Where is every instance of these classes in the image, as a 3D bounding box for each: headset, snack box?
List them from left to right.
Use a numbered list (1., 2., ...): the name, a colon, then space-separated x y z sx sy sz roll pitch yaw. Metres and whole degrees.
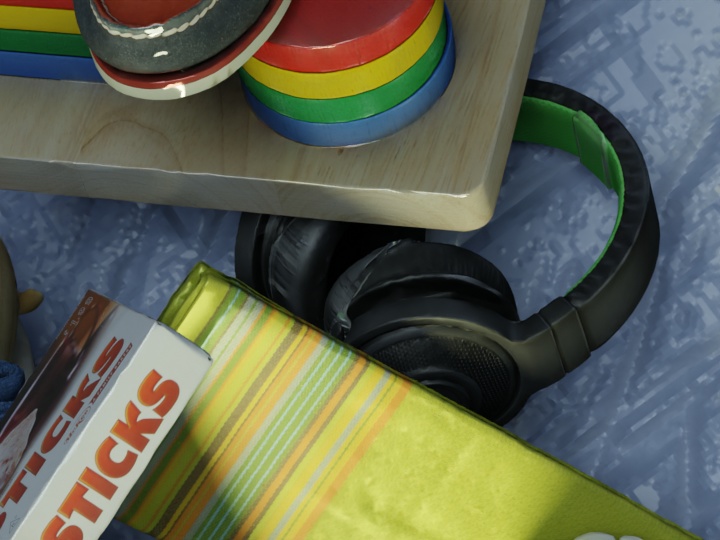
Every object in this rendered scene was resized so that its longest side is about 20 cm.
1. snack box: -0.113 0.097 0.694 0.024 0.072 0.200 36 83 -22
2. headset: 0.000 0.000 0.801 0.200 0.094 0.124 -34 47 -10

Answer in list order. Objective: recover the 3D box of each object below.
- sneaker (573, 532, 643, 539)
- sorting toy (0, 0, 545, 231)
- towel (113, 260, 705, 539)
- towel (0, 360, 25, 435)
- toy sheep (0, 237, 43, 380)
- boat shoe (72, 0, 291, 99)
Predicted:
1. sneaker: 0.085 0.184 0.747 0.078 0.090 0.201 -19 96 9
2. sorting toy: -0.038 -0.121 0.823 0.198 0.070 0.201 6 55 14
3. towel: 0.012 0.076 0.773 0.200 0.018 0.086 29 109 -20
4. towel: -0.163 0.116 0.781 0.111 0.201 0.049 2 36 -22
5. toy sheep: -0.184 0.045 0.835 0.200 0.138 0.138 -41 70 33
6. boat shoe: -0.047 -0.142 0.758 0.071 0.063 0.201 6 57 12
